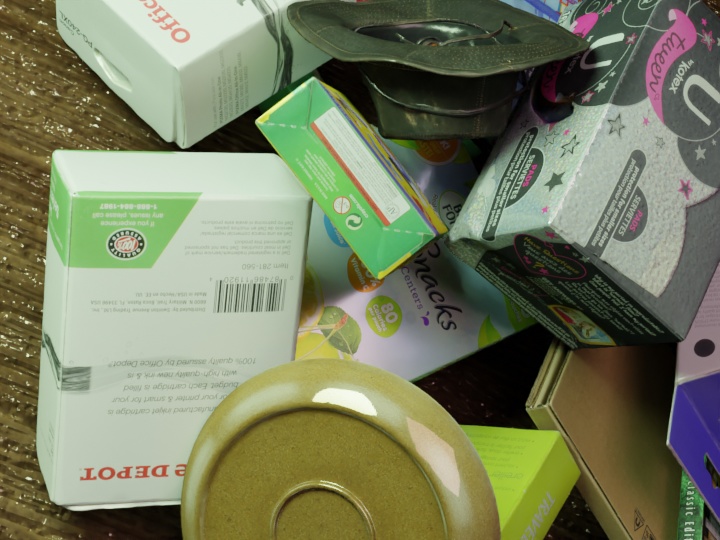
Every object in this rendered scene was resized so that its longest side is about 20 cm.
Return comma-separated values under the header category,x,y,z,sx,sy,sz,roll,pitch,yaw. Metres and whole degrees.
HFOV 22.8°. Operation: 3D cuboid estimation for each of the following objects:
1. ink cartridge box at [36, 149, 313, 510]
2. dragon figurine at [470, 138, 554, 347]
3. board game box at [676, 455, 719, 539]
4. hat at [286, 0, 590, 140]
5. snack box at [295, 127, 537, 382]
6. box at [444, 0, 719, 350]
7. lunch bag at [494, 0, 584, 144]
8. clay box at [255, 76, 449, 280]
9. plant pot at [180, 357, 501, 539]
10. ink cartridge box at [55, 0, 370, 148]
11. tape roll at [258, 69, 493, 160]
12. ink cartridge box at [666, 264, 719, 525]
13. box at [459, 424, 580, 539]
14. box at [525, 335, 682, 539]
category,x,y,z,sx,sy,sz,roll,pitch,yaw
ink cartridge box,-0.117,0.035,1.078,0.146,0.200,0.084,0,22,-20
dragon figurine,0.123,-0.025,1.279,0.200,0.059,0.099,59,8,-26
board game box,0.254,0.171,1.275,0.105,0.023,0.200,50,42,-50
hat,0.047,-0.122,1.140,0.200,0.201,0.081,-12,116,-31
snack box,0.000,0.000,1.211,0.200,0.068,0.169,-24,86,-24
box,0.168,-0.068,1.144,0.132,0.115,0.200,38,65,-24
lunch bag,0.098,-0.173,1.288,0.151,0.094,0.200,25,56,-47
clay box,0.001,-0.055,1.084,0.048,0.200,0.115,-38,89,7
plant pot,-0.018,0.151,1.029,0.200,0.200,0.027,54,22,5
ink cartridge box,-0.091,-0.196,1.231,0.200,0.083,0.145,-34,62,-25
tape roll,0.014,-0.153,1.334,0.200,0.048,0.201,11,63,-23
ink cartridge box,0.267,0.077,1.253,0.198,0.043,0.200,50,42,-48
box,0.045,0.183,1.141,0.200,0.122,0.048,-53,127,-34
box,0.191,0.109,1.250,0.200,0.021,0.164,56,41,-27
